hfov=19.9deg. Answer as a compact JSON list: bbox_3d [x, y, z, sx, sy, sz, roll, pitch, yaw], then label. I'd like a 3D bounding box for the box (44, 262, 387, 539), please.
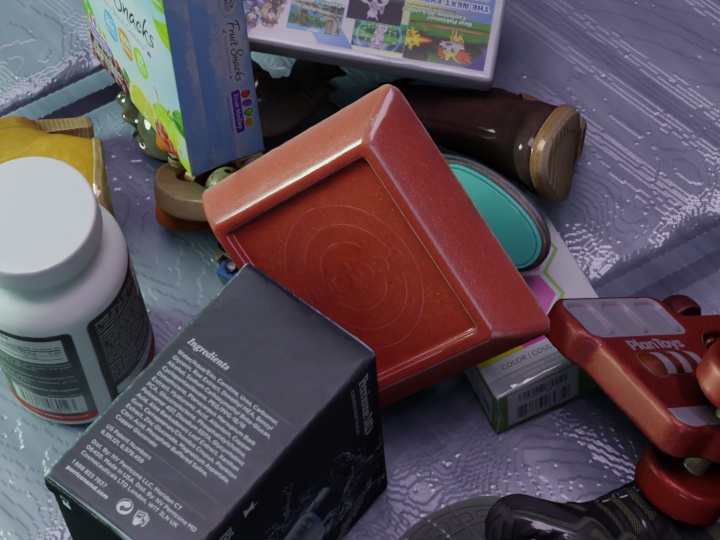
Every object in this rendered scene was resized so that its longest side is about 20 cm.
[{"bbox_3d":[-0.088,0.139,1.361,0.117,0.197,0.200,33,66,21],"label":"box"}]

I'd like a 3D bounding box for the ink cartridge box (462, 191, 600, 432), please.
[{"bbox_3d":[0.102,0.009,1.507,0.103,0.059,0.201,-23,59,-9],"label":"ink cartridge box"}]

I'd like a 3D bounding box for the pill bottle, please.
[{"bbox_3d":[-0.214,0.015,1.446,0.115,0.200,0.116,-2,58,3],"label":"pill bottle"}]

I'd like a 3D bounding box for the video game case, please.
[{"bbox_3d":[0.014,-0.233,1.527,0.199,0.022,0.183,10,69,2],"label":"video game case"}]

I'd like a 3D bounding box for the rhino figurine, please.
[{"bbox_3d":[-0.090,-0.136,1.613,0.199,0.060,0.088,-15,54,-6],"label":"rhino figurine"}]

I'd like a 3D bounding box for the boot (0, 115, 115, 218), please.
[{"bbox_3d":[-0.263,-0.065,1.541,0.143,0.071,0.201,-11,23,-10],"label":"boot"}]

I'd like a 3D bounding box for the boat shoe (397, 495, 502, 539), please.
[{"bbox_3d":[0.040,0.231,1.379,0.074,0.065,0.202,35,63,25],"label":"boat shoe"}]

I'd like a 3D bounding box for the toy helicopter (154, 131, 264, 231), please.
[{"bbox_3d":[-0.055,-0.064,1.540,0.199,0.079,0.132,-5,23,-20],"label":"toy helicopter"}]

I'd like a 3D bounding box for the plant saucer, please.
[{"bbox_3d":[0.000,0.000,1.403,0.200,0.199,0.037,56,40,-9],"label":"plant saucer"}]

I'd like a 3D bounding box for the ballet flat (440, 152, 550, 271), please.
[{"bbox_3d":[0.055,-0.058,1.478,0.199,0.073,0.073,22,63,19],"label":"ballet flat"}]

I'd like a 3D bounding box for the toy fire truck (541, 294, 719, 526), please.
[{"bbox_3d":[0.237,0.073,1.400,0.199,0.112,0.168,-3,41,-42],"label":"toy fire truck"}]

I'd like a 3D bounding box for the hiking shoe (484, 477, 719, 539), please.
[{"bbox_3d":[0.174,0.180,1.379,0.199,0.076,0.101,19,40,-14],"label":"hiking shoe"}]

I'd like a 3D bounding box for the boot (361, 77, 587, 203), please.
[{"bbox_3d":[0.079,-0.101,1.518,0.165,0.200,0.073,10,100,9],"label":"boot"}]

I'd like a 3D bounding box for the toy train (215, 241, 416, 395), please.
[{"bbox_3d":[-0.032,0.035,1.519,0.199,0.034,0.046,31,76,22],"label":"toy train"}]

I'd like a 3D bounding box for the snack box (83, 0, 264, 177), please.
[{"bbox_3d":[-0.146,-0.193,1.499,0.067,0.169,0.200,-22,42,-19],"label":"snack box"}]
